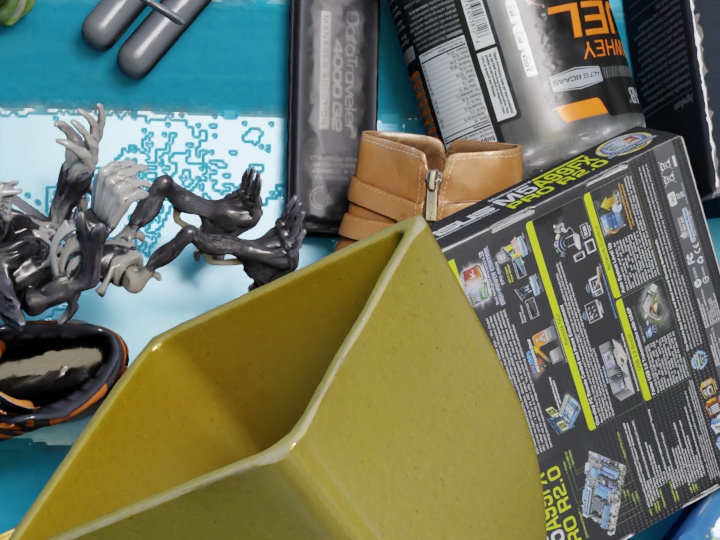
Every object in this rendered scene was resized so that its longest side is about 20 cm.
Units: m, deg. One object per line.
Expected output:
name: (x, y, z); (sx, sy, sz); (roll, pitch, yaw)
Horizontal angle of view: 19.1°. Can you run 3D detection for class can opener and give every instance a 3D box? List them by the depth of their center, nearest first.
can opener: (-0.084, -0.200, 1.231); (0.053, 0.066, 0.200); (39, 83, 0)

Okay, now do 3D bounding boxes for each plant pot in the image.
plant pot: (-0.016, 0.130, 1.057); (0.200, 0.194, 0.196); (53, 35, -18)

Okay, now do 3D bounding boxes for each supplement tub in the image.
supplement tub: (0.089, -0.119, 1.220); (0.122, 0.123, 0.200); (-16, 86, -12)

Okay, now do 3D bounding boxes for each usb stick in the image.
usb stick: (-0.016, -0.119, 1.247); (0.055, 0.033, 0.200); (3, 82, -17)

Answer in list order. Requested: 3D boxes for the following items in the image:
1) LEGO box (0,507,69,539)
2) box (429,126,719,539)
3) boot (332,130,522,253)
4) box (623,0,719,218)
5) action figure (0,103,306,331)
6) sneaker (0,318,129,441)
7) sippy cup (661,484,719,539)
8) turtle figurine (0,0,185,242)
LEGO box: (-0.152, 0.231, 1.115); (0.077, 0.149, 0.200); (-25, 88, -13)
box: (0.123, 0.044, 1.143); (0.160, 0.044, 0.200); (-26, 110, -19)
boot: (0.000, 0.000, 1.177); (0.200, 0.074, 0.155); (0, 106, 5)
box: (0.245, -0.138, 1.259); (0.148, 0.107, 0.200); (-5, 83, -12)
action figure: (-0.137, -0.029, 1.115); (0.200, 0.119, 0.102); (-3, 121, -27)
sneaker: (-0.220, 0.066, 1.142); (0.200, 0.112, 0.078); (-22, 87, -13)
sippy cup: (0.234, 0.179, 1.211); (0.130, 0.178, 0.140); (36, 122, 6)
turtle figurine: (-0.212, -0.128, 1.125); (0.194, 0.144, 0.200); (-6, 64, -53)
